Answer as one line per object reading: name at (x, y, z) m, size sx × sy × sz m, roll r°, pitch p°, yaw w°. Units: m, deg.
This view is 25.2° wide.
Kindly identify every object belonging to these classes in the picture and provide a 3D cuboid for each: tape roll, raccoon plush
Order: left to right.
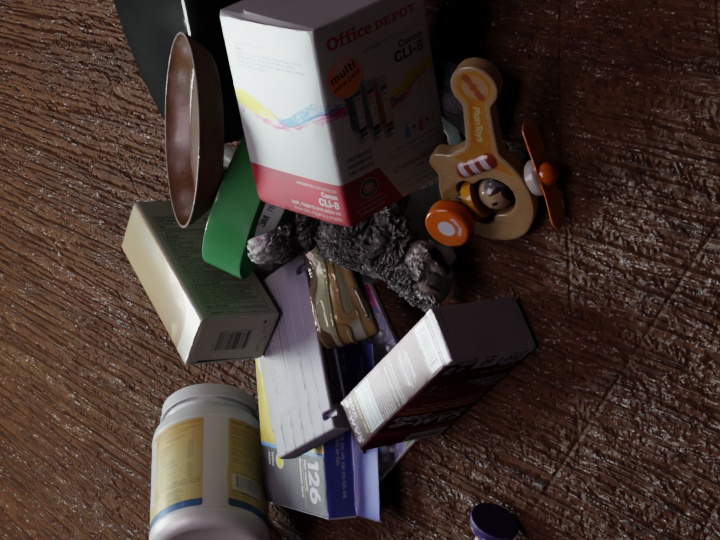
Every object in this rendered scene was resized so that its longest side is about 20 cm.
tape roll at (-0.104, -0.091, 1.712) m, size 0.048 × 0.201 × 0.202 m, roll 24°, pitch 124°, yaw 5°
raccoon plush at (0.000, 0.000, 1.630) m, size 0.199 × 0.097 × 0.135 m, roll -21°, pitch 84°, yaw 17°

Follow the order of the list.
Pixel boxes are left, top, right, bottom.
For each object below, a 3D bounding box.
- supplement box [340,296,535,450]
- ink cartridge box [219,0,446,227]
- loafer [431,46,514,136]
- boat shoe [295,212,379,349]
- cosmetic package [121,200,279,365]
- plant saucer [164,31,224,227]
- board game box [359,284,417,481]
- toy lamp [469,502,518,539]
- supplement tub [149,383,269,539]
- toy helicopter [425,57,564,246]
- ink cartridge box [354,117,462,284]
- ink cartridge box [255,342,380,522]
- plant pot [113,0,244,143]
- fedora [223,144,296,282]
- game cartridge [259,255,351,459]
supplement box at (0.075, 0.105, 1.611) m, size 0.200 × 0.108 × 0.061 m, roll -49°, pitch 56°, yaw 49°
ink cartridge box at (-0.023, -0.172, 1.548) m, size 0.144 × 0.145 × 0.202 m, roll 19°, pitch 129°, yaw 46°
loafer at (0.067, -0.183, 1.603) m, size 0.200 × 0.072 × 0.073 m, roll 32°, pitch 114°, yaw 50°
boat shoe at (-0.018, -0.021, 1.693) m, size 0.075 × 0.072 × 0.202 m, roll -14°, pitch 80°, yaw 14°
cosmetic package at (-0.184, 0.010, 1.822) m, size 0.201 × 0.104 × 0.071 m, roll 57°, pitch 136°, yaw 38°
plant saucer at (-0.171, -0.145, 1.669) m, size 0.200 × 0.034 × 0.202 m, roll 179°, pitch 90°, yaw -74°
board game box at (-0.010, 0.135, 1.817) m, size 0.200 × 0.026 × 0.201 m, roll -53°, pitch 52°, yaw 46°
toy lamp at (0.104, 0.326, 1.650) m, size 0.058 × 0.058 × 0.201 m, roll 49°, pitch 131°, yaw 40°
supplement tub at (-0.182, 0.253, 1.949) m, size 0.145 × 0.143 × 0.201 m, roll 124°, pitch 152°, yaw -44°
toy helicopter at (0.125, -0.108, 1.496) m, size 0.131 × 0.079 × 0.201 m, roll 11°, pitch 135°, yaw 24°
ink cartridge box at (0.046, -0.090, 1.699) m, size 0.199 × 0.047 × 0.162 m, roll -22°, pitch 76°, yaw 38°
ink cartridge box at (-0.052, 0.176, 1.823) m, size 0.199 × 0.047 × 0.200 m, roll 1°, pitch 94°, yaw 59°
plant pot at (-0.145, -0.252, 1.828) m, size 0.199 × 0.199 × 0.179 m, roll 22°, pitch 125°, yaw 53°
fedora at (-0.130, -0.061, 1.907) m, size 0.200 × 0.090 × 0.179 m, roll 29°, pitch 119°, yaw 50°
game cartridge at (-0.067, 0.095, 1.773) m, size 0.130 × 0.038 × 0.202 m, roll -36°, pitch 60°, yaw 55°
